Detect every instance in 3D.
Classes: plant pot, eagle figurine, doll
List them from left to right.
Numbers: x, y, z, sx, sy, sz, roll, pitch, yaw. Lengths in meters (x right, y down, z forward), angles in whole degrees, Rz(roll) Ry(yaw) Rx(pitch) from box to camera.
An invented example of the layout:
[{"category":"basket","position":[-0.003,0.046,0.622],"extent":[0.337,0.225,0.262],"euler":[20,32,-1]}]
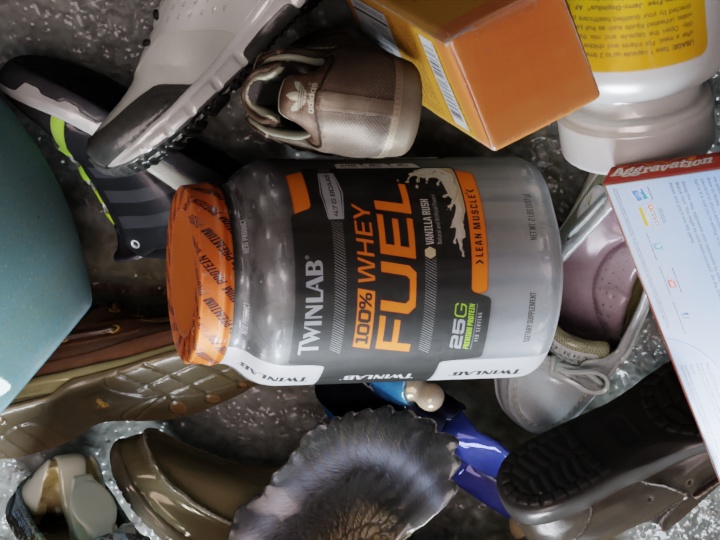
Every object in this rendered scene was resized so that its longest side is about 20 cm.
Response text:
[{"category":"plant pot","position":[-0.228,0.009,1.534],"extent":[0.135,0.200,0.200],"euler":[40,117,-4]},{"category":"eagle figurine","position":[-0.014,0.186,1.579],"extent":[0.200,0.152,0.151],"euler":[-41,78,-12]},{"category":"doll","position":[0.026,0.085,1.597],"extent":[0.199,0.049,0.136],"euler":[34,157,-15]}]

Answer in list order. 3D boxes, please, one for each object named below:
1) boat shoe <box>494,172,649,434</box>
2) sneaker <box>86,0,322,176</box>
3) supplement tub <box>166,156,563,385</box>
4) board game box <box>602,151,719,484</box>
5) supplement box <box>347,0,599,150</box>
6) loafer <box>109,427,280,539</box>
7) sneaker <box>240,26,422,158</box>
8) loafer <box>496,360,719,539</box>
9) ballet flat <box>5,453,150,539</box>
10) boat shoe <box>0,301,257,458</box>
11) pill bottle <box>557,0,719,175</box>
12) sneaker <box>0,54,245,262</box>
[{"category":"boat shoe","position":[0.128,0.014,1.551],"extent":[0.074,0.065,0.203],"euler":[27,119,-3]},{"category":"sneaker","position":[-0.083,-0.136,1.493],"extent":[0.080,0.074,0.200],"euler":[42,86,-1]},{"category":"supplement tub","position":[0.000,0.000,1.499],"extent":[0.198,0.123,0.123],"euler":[-2,119,-15]},{"category":"board game box","position":[0.207,0.027,1.453],"extent":[0.102,0.019,0.201],"euler":[-6,121,32]},{"category":"supplement box","position":[0.053,-0.122,1.418],"extent":[0.066,0.200,0.069],"euler":[-27,112,-7]},{"category":"loafer","position":[-0.059,0.143,1.650],"extent":[0.199,0.076,0.068],"euler":[32,109,-24]},{"category":"sneaker","position":[-0.031,-0.098,1.457],"extent":[0.075,0.200,0.071],"euler":[8,91,-19]},{"category":"loafer","position":[0.171,0.104,1.566],"extent":[0.199,0.073,0.072],"euler":[-20,132,-8]},{"category":"ballet flat","position":[-0.162,0.144,1.615],"extent":[0.074,0.200,0.075],"euler":[-7,109,-21]},{"category":"boat shoe","position":[-0.141,0.049,1.616],"extent":[0.199,0.068,0.072],"euler":[-14,149,0]},{"category":"pill bottle","position":[0.137,-0.157,1.436],"extent":[0.112,0.113,0.201],"euler":[-2,117,12]},{"category":"sneaker","position":[-0.127,-0.043,1.560],"extent":[0.199,0.072,0.083],"euler":[32,104,-6]}]
